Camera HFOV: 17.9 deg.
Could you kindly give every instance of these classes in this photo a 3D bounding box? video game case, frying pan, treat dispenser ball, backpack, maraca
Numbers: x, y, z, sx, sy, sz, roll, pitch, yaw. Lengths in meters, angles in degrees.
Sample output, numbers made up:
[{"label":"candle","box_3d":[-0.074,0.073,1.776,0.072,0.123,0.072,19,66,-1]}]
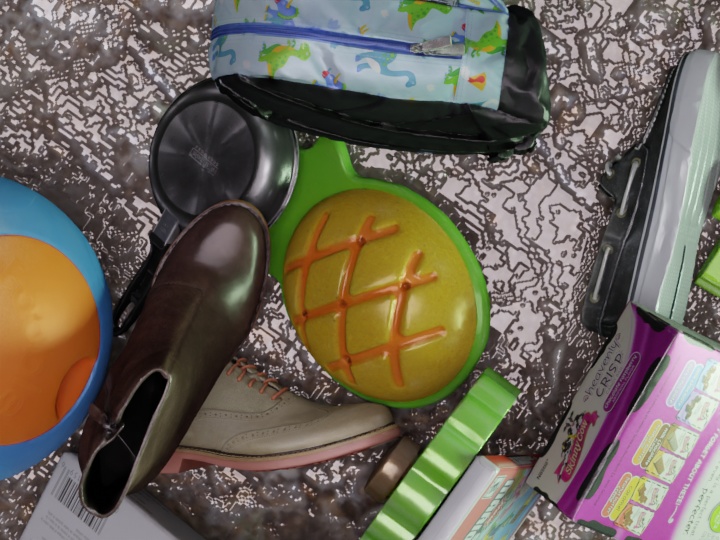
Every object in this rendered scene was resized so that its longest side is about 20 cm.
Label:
[{"label":"video game case","box_3d":[0.062,0.177,1.441,0.017,0.200,0.143,36,96,15]},{"label":"frying pan","box_3d":[-0.122,-0.052,1.498,0.190,0.031,0.115,-34,72,22]},{"label":"treat dispenser ball","box_3d":[-0.256,0.036,1.434,0.201,0.201,0.201,0,96,2]},{"label":"backpack","box_3d":[0.005,-0.137,1.417,0.200,0.163,0.154,-5,92,-6]},{"label":"maraca","box_3d":[0.000,0.000,1.472,0.200,0.107,0.137,45,112,17]}]

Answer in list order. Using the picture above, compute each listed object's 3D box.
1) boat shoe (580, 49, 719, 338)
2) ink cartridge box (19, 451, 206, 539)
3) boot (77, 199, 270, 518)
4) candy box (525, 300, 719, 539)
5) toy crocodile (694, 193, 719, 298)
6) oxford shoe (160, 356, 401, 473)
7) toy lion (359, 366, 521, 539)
[{"label":"boat shoe","box_3d":[0.185,-0.049,1.475,0.071,0.072,0.200,12,84,26]},{"label":"ink cartridge box","box_3d":[-0.160,0.239,1.473,0.200,0.044,0.174,33,99,39]},{"label":"boot","box_3d":[-0.110,0.053,1.390,0.072,0.166,0.200,28,93,-5]},{"label":"candy box","box_3d":[0.220,0.118,1.451,0.200,0.061,0.136,26,97,-33]},{"label":"toy crocodile","box_3d":[0.281,-0.068,1.481,0.067,0.062,0.200,26,101,-1]},{"label":"oxford shoe","box_3d":[-0.072,0.092,1.483,0.200,0.071,0.074,-4,91,17]},{"label":"toy lion","box_3d":[0.026,0.154,1.425,0.069,0.192,0.200,36,67,4]}]
